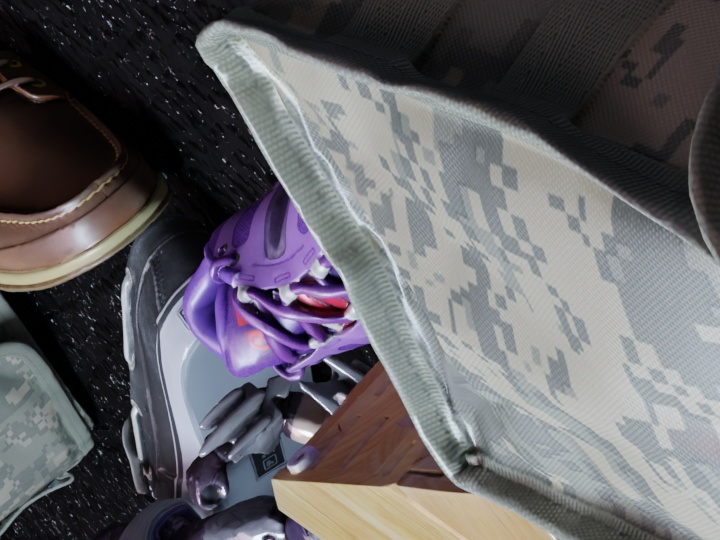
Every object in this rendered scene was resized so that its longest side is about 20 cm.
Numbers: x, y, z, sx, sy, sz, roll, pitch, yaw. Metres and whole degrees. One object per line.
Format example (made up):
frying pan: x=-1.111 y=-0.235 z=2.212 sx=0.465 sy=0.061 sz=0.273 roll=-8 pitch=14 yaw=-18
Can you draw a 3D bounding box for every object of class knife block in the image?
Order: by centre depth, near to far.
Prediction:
knife block: x=0.086 y=0.100 z=0.812 sx=0.176 sy=0.064 sz=0.200 roll=52 pitch=155 yaw=-18

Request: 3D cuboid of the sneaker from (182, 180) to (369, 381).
sneaker: x=0.000 y=0.000 z=0.835 sx=0.081 sy=0.083 sz=0.200 roll=52 pitch=161 yaw=-3

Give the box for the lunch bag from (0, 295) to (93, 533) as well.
lunch bag: x=-0.241 y=0.060 z=1.385 sx=0.200 sy=0.164 sz=0.118 roll=53 pitch=165 yaw=-11

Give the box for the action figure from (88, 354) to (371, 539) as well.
action figure: x=-0.022 y=0.101 z=1.016 sx=0.200 sy=0.069 sz=0.130 roll=-31 pitch=98 yaw=39

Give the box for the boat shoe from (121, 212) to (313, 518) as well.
boat shoe: x=-0.057 y=0.060 z=1.109 sx=0.068 sy=0.074 sz=0.200 roll=47 pitch=160 yaw=36

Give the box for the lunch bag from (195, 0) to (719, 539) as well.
lunch bag: x=0.101 y=-0.024 z=0.408 sx=0.200 sy=0.164 sz=0.118 roll=25 pitch=150 yaw=53

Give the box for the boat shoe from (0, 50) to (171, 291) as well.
boat shoe: x=-0.138 y=-0.044 z=1.105 sx=0.068 sy=0.072 sz=0.200 roll=58 pitch=164 yaw=-26
